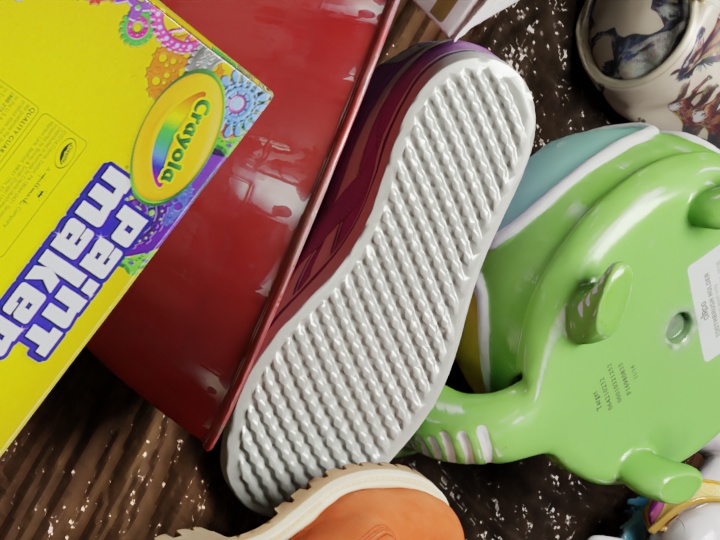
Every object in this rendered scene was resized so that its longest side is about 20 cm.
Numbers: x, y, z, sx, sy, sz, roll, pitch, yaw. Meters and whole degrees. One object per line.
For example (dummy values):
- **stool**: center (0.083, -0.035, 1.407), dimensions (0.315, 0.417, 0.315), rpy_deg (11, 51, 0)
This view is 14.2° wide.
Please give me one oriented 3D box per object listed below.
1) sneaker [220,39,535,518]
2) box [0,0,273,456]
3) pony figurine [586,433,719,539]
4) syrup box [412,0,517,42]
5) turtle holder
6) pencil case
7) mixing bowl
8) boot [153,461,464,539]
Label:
- **sneaker**: center (0.001, 0.000, 1.164), dimensions (0.072, 0.114, 0.201), rpy_deg (30, 93, -20)
- **box**: center (-0.162, -0.035, 0.857), dimensions (0.122, 0.193, 0.200), rpy_deg (36, 94, -35)
- **pony figurine**: center (0.181, 0.137, 1.276), dimensions (0.193, 0.166, 0.201), rpy_deg (33, 63, -20)
- **syrup box**: center (0.009, -0.195, 1.147), dimensions (0.200, 0.082, 0.079), rpy_deg (46, 44, 11)
- **turtle holder**: center (0.092, 0.023, 1.209), dimensions (0.141, 0.132, 0.186), rpy_deg (37, 85, -43)
- **pencil case**: center (0.187, -0.080, 1.362), dimensions (0.200, 0.089, 0.078), rpy_deg (32, 44, -37)
- **mixing bowl**: center (-0.064, -0.048, 1.047), dimensions (0.108, 0.200, 0.201), rpy_deg (23, 60, -2)
- **boot**: center (-0.004, 0.134, 1.069), dimensions (0.200, 0.107, 0.075), rpy_deg (-19, 130, -53)
